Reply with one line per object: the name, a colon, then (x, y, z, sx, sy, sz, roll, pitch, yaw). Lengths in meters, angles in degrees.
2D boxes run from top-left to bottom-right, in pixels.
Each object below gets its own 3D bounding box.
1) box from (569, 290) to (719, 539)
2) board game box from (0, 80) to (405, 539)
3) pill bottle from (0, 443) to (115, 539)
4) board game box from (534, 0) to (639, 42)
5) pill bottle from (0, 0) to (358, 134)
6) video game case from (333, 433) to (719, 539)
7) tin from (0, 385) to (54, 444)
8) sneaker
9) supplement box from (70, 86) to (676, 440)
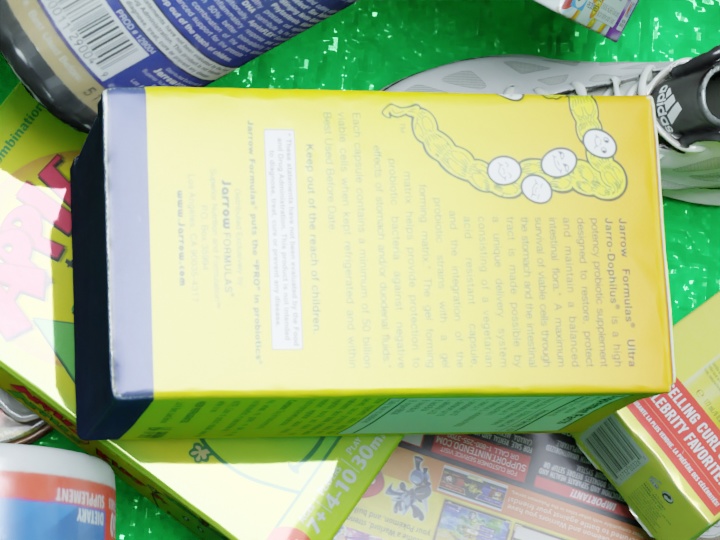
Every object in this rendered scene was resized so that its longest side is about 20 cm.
box: (0.179, 0.028, 0.951, 0.200, 0.050, 0.075, -33, 79, -24)
board game box: (-0.079, 0.025, 0.901, 0.200, 0.048, 0.102, 37, 74, -4)
pill bottle: (-0.147, 0.169, 0.862, 0.112, 0.112, 0.201, 1, 79, -8)
board game box: (0.094, -0.205, 0.900, 0.105, 0.103, 0.201, 31, 99, 17)
pill bottle: (-0.038, -0.139, 0.832, 0.199, 0.112, 0.112, -26, 81, 18)
video game case: (0.060, 0.105, 0.951, 0.199, 0.026, 0.182, 19, 75, -5)
tin: (-0.183, -0.015, 0.935, 0.112, 0.042, 0.200, -37, 85, -10)
sneaker: (0.098, -0.068, 0.947, 0.199, 0.115, 0.076, -3, 78, -9)
supplement box: (0.000, 0.000, 0.843, 0.199, 0.109, 0.110, 0, 78, -14)
